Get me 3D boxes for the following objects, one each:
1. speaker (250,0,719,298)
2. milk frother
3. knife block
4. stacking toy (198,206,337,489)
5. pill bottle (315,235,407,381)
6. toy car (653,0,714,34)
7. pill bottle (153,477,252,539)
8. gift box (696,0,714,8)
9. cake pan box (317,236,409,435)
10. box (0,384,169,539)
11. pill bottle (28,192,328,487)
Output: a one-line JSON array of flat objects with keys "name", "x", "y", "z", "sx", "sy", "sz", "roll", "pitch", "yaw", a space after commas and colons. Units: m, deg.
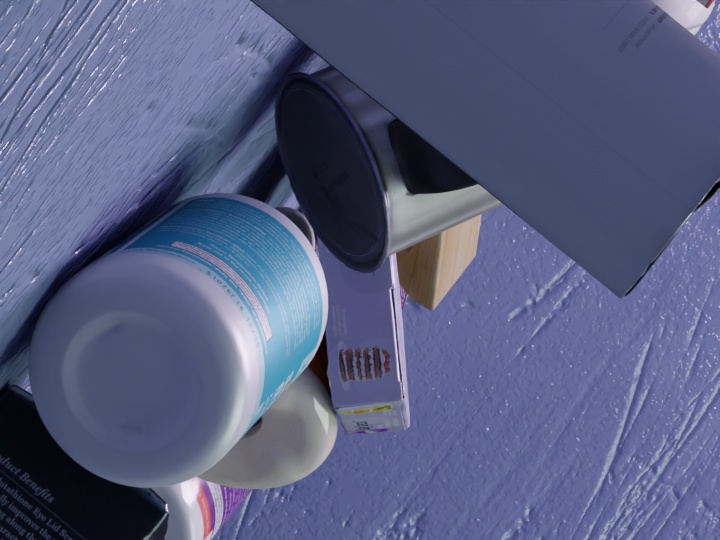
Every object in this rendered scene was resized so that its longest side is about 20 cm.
[{"name": "speaker", "x": 0.032, "y": -0.082, "z": 0.799, "sx": 0.081, "sy": 0.200, "sz": 0.081, "roll": -51, "pitch": 177, "yaw": -4}, {"name": "milk frother", "x": 0.051, "y": -0.133, "z": 1.392, "sx": 0.187, "sy": 0.201, "sz": 0.180, "roll": -25, "pitch": 175, "yaw": -24}, {"name": "knife block", "x": 0.057, "y": -0.067, "z": 1.791, "sx": 0.175, "sy": 0.200, "sz": 0.064, "roll": -3, "pitch": -140, "yaw": 53}, {"name": "stacking toy", "x": -0.066, "y": 0.033, "z": 1.710, "sx": 0.146, "sy": 0.145, "sz": 0.201, "roll": -55, "pitch": -169, "yaw": 46}, {"name": "pill bottle", "x": -0.024, "y": 0.016, "z": 2.068, "sx": 0.113, "sy": 0.112, "sz": 0.200, "roll": -53, "pitch": 176, "yaw": 25}, {"name": "toy car", "x": 0.254, "y": -0.302, "z": 2.483, "sx": 0.149, "sy": 0.176, "sz": 0.200, "roll": -15, "pitch": 178, "yaw": 1}, {"name": "pill bottle", "x": -0.123, "y": 0.125, "z": 1.828, "sx": 0.112, "sy": 0.111, "sz": 0.200, "roll": -54, "pitch": 176, "yaw": 38}, {"name": "gift box", "x": 0.264, "y": -0.313, "z": 1.834, "sx": 0.187, "sy": 0.200, "sz": 0.185, "roll": -49, "pitch": 171, "yaw": -29}, {"name": "cake pan box", "x": 0.000, "y": 0.000, "z": 1.659, "sx": 0.184, "sy": 0.052, "sz": 0.202, "roll": 89, "pitch": -5, "yaw": -83}, {"name": "box", "x": -0.196, "y": 0.174, "z": 1.303, "sx": 0.200, "sy": 0.104, "sz": 0.148, "roll": -52, "pitch": 177, "yaw": -13}, {"name": "pill bottle", "x": -0.081, "y": 0.026, "z": 1.262, "sx": 0.111, "sy": 0.111, "sz": 0.200, "roll": -53, "pitch": 177, "yaw": 21}]
